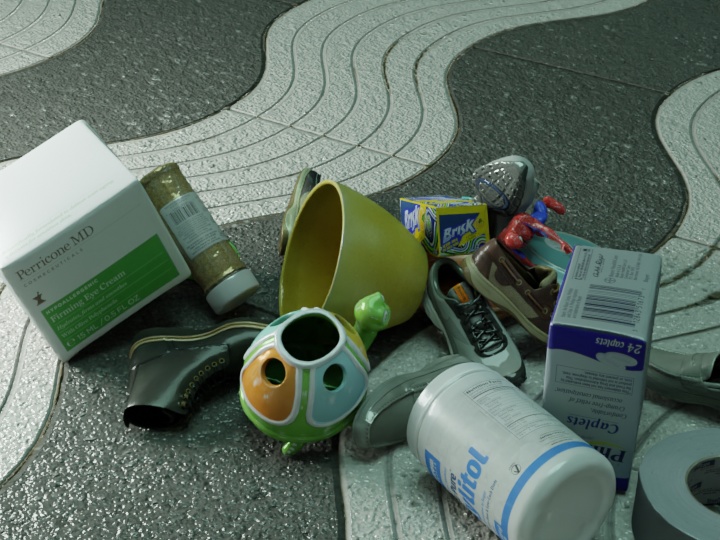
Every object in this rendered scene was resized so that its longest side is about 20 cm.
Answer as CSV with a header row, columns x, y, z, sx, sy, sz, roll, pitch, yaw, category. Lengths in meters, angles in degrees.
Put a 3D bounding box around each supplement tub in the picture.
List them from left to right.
x,y,z,sx,sy,sz,roll,pitch,yaw,category
0.154,0.197,1.426,0.131,0.133,0.200,-17,34,-29,supplement tub

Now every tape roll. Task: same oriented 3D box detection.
x,y,z,sx,sy,sz,roll,pitch,yaw,category
0.382,0.247,1.416,0.199,0.066,0.201,1,29,-1,tape roll

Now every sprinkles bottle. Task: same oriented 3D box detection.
x,y,z,sx,sy,sz,roll,pitch,yaw,category
-0.210,-0.042,1.775,0.068,0.068,0.200,-28,80,-40,sprinkles bottle

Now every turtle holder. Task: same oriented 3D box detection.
x,y,z,sx,sy,sz,roll,pitch,yaw,category
-0.043,0.106,1.529,0.185,0.132,0.141,-9,54,-15,turtle holder

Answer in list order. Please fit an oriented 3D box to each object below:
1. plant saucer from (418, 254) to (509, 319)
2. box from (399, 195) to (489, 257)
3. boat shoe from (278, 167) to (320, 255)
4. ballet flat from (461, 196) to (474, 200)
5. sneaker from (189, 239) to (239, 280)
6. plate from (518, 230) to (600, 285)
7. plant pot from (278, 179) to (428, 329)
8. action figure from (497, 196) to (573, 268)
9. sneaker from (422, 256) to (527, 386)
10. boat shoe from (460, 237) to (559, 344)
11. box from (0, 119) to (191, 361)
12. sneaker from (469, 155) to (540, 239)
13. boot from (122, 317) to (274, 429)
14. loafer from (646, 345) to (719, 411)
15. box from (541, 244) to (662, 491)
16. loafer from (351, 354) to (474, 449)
x,y,z,sx,sy,sz,roll,pitch,yaw,category
0.141,0.015,1.831,0.199,0.038,0.200,2,31,-1,plant saucer
0.106,-0.060,1.786,0.070,0.065,0.200,-4,6,-11,box
-0.072,-0.078,1.955,0.066,0.072,0.201,13,31,0,boat shoe
0.176,-0.075,1.940,0.067,0.064,0.200,16,-5,-12,ballet flat
-0.259,-0.038,1.865,0.199,0.077,0.084,7,34,7,sneaker
0.282,-0.013,1.848,0.199,0.026,0.200,14,26,-7,plate
0.000,0.000,1.727,0.141,0.201,0.200,13,25,-22,plant pot
0.234,-0.037,1.755,0.099,0.065,0.200,42,22,11,action figure
0.133,0.067,1.672,0.074,0.080,0.200,-24,54,-15,sneaker
0.215,0.027,1.688,0.200,0.072,0.072,36,23,-21,boat shoe
-0.356,-0.040,1.709,0.199,0.172,0.200,-35,40,-12,box
0.189,-0.106,1.753,0.087,0.200,0.075,-37,82,-15,sneaker
-0.174,0.129,1.599,0.199,0.078,0.139,-8,35,6,boot
0.407,0.122,1.610,0.199,0.070,0.070,19,34,27,loafer
0.263,0.104,1.520,0.104,0.201,0.184,8,31,14,box
0.072,0.150,1.562,0.070,0.070,0.200,20,35,40,loafer
